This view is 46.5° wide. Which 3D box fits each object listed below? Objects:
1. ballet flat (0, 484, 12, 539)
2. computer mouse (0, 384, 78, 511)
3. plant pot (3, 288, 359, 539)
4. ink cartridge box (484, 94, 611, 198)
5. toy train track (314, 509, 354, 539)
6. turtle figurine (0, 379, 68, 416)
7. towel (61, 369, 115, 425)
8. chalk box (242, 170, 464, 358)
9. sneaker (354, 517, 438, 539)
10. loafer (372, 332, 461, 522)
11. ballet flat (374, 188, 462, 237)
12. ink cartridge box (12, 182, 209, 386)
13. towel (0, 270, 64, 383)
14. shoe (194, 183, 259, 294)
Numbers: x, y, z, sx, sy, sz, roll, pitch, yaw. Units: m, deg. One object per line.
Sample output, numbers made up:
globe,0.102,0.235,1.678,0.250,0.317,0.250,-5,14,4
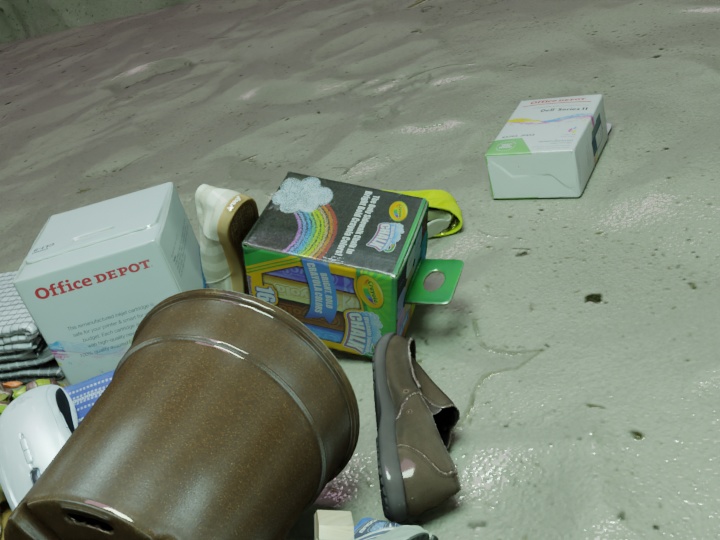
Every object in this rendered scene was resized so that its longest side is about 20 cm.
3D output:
ballet flat,-0.328,0.219,0.743,0.074,0.075,0.200,-22,30,-9
computer mouse,-0.272,0.170,0.706,0.109,0.044,0.200,-30,51,-4
plant pot,-0.126,0.148,0.589,0.199,0.201,0.198,-3,28,24
ink cartridge box,0.250,-0.172,1.089,0.117,0.068,0.200,1,35,30
toy train track,-0.013,0.239,0.489,0.114,0.033,0.201,6,57,-12
turtle figurine,-0.366,0.143,0.849,0.199,0.065,0.161,-22,10,-16
towel,-0.230,0.175,0.727,0.144,0.024,0.201,-20,52,6
chalk box,0.000,0.000,0.842,0.199,0.124,0.125,14,46,13
sneaker,-0.038,0.238,0.570,0.199,0.077,0.085,-26,20,-29
loafer,0.048,0.128,0.708,0.071,0.073,0.200,-4,36,1
ballet flat,0.034,-0.060,0.986,0.199,0.067,0.067,-6,41,-25
ink cartridge box,-0.229,0.038,0.857,0.144,0.201,0.145,-15,30,3
towel,-0.423,0.068,1.032,0.199,0.086,0.166,-9,29,17
shoe,-0.130,-0.014,0.862,0.053,0.200,0.070,22,56,17
